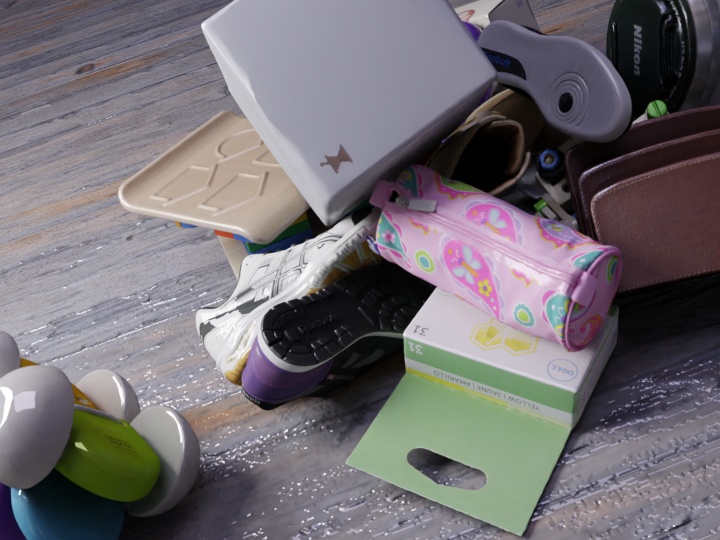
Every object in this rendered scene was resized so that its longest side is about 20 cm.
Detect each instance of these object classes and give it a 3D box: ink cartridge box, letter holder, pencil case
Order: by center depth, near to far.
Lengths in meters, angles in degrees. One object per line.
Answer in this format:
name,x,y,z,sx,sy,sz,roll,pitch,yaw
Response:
ink cartridge box,0.094,0.084,0.699,0.144,0.049,0.200,16,42,25
pencil case,0.099,-0.014,0.712,0.199,0.088,0.087,29,53,33
letter holder,0.274,-0.067,0.742,0.197,0.145,0.101,-12,-6,6

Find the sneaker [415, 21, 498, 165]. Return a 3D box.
sneaker,0.091,-0.171,0.974,0.079,0.083,0.204,6,78,27

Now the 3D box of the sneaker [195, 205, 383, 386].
sneaker,-0.059,0.003,0.801,0.200,0.076,0.088,-43,61,-12

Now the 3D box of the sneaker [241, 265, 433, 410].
sneaker,-0.017,0.058,0.780,0.198,0.088,0.076,-12,55,-40

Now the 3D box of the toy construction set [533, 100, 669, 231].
toy construction set,0.236,-0.080,0.861,0.198,0.092,0.132,-31,67,-8

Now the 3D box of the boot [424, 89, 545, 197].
boot,0.126,-0.118,0.871,0.199,0.073,0.155,-40,4,-15

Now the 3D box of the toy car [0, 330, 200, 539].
toy car,-0.235,0.145,0.699,0.198,0.174,0.152,20,82,42

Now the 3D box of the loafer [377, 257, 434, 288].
loafer,0.000,0.000,0.866,0.197,0.073,0.063,-15,-8,1

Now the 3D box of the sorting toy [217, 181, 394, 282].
sorting toy,-0.070,-0.090,1.022,0.197,0.070,0.199,-23,34,-9

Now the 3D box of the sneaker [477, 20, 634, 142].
sneaker,0.200,-0.169,0.838,0.110,0.074,0.200,6,28,-35

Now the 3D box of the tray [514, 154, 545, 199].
tray,0.235,-0.128,0.986,0.198,0.022,0.107,-28,36,-16

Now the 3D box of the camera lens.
camera lens,0.358,-0.227,0.922,0.197,0.162,0.160,-9,31,-16

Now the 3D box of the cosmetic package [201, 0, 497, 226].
cosmetic package,-0.011,-0.158,0.780,0.165,0.168,0.200,-36,0,-3

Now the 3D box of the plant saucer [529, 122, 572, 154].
plant saucer,0.209,-0.183,1.035,0.197,0.035,0.201,-18,22,8

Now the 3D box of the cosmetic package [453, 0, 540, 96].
cosmetic package,0.110,-0.248,1.098,0.198,0.104,0.087,-7,28,46

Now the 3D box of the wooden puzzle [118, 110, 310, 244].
wooden puzzle,-0.116,-0.091,0.944,0.198,0.047,0.185,16,45,33
